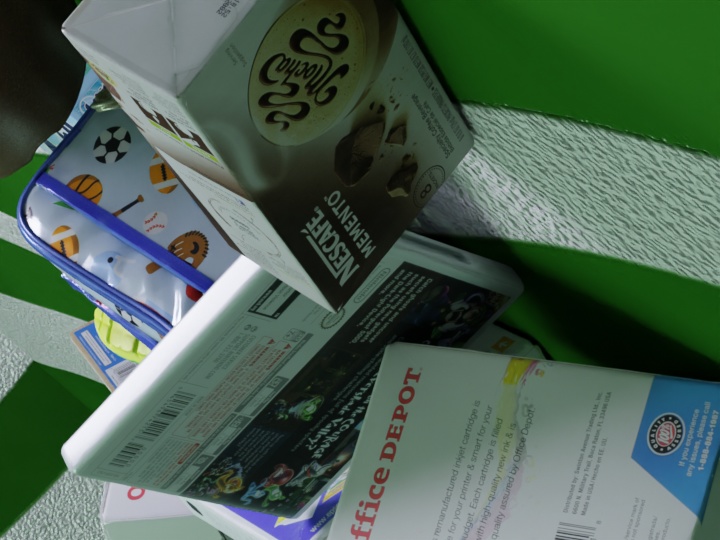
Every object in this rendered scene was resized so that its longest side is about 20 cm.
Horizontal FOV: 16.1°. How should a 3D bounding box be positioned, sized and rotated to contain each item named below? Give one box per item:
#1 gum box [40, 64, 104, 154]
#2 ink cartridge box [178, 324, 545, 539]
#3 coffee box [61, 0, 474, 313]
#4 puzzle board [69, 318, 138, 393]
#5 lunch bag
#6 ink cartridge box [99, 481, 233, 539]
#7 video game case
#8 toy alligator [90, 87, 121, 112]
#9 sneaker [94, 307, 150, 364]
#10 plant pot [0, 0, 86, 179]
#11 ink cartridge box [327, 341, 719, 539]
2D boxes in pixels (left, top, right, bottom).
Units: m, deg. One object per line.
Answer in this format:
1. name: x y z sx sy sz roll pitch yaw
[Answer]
1. gum box: -0.180 -0.098 1.725 0.200 0.045 0.170 36 169 9
2. ink cartridge box: -0.017 0.087 1.554 0.200 0.198 0.043 27 153 49
3. coffee box: -0.037 -0.082 1.161 0.080 0.113 0.200 31 166 33
4. puzzle board: -0.089 0.063 1.708 0.200 0.151 0.017 46 159 47
5. lunch bag: -0.086 -0.026 1.418 0.200 0.160 0.076 32 168 32
6. ink cartridge box: -0.059 0.135 1.693 0.200 0.145 0.084 -5 129 10
7. video game case: -0.034 0.051 1.359 0.182 0.200 0.023 18 -148 -48
8. toy alligator: -0.074 -0.076 1.362 0.200 0.059 0.054 3 128 52
9. sneaker: -0.080 0.050 1.532 0.200 0.074 0.084 21 158 34
10. plant pot: -0.265 -0.149 1.457 0.200 0.200 0.198 32 174 30
11. ink cartridge box: 0.105 0.140 1.347 0.200 0.147 0.145 7 157 28
